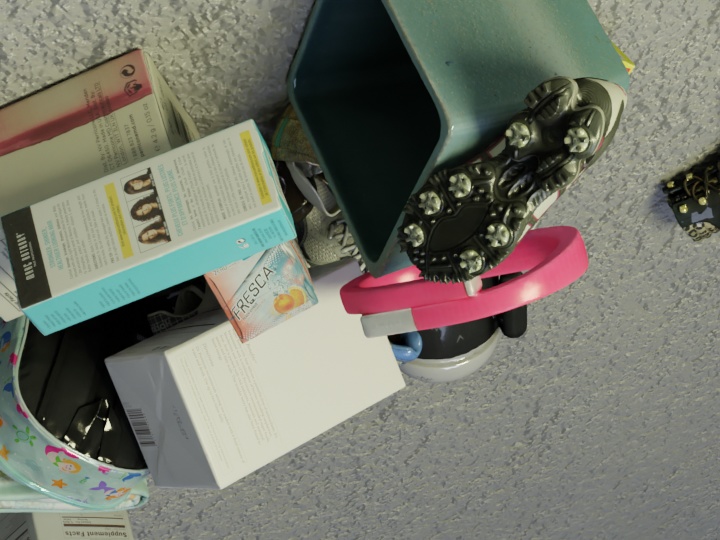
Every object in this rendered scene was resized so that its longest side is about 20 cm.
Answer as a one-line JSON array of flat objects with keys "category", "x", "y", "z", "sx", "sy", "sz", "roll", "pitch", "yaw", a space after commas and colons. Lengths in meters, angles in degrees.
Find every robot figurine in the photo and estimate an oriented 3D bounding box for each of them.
[{"category": "robot figurine", "x": 0.071, "y": 0.011, "z": 1.590, "sx": 0.124, "sy": 0.150, "sz": 0.201, "roll": -21, "pitch": 131, "yaw": -16}]

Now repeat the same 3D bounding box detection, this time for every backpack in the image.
[{"category": "backpack", "x": -0.248, "y": 0.108, "z": 1.473, "sx": 0.177, "sy": 0.201, "sz": 0.151, "roll": 28, "pitch": 126, "yaw": -27}]

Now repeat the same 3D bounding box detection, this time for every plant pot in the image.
[{"category": "plant pot", "x": 0.086, "y": -0.140, "z": 1.299, "sx": 0.199, "sy": 0.197, "sz": 0.196, "roll": -11, "pitch": 151, "yaw": -26}]

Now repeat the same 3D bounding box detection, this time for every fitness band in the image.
[{"category": "fitness band", "x": 0.076, "y": 0.005, "z": 1.283, "sx": 0.199, "sy": 0.038, "sz": 0.143, "roll": -10, "pitch": -167, "yaw": 37}]

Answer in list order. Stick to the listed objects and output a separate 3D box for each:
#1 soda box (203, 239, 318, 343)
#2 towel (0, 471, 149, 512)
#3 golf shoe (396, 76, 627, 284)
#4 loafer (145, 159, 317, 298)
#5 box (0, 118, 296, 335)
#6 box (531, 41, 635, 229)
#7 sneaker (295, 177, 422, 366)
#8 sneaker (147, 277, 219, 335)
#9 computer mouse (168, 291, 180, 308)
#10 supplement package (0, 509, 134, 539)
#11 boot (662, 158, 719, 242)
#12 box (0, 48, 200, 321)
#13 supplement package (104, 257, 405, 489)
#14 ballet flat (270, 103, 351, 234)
[{"category": "soda box", "x": -0.081, "y": -0.006, "z": 1.320, "sx": 0.068, "sy": 0.064, "sz": 0.200, "roll": -28, "pitch": -167, "yaw": 0}, {"category": "towel", "x": -0.298, "y": 0.140, "z": 1.558, "sx": 0.199, "sy": 0.172, "sz": 0.048, "roll": 7, "pitch": 144, "yaw": -40}, {"category": "golf shoe", "x": 0.109, "y": -0.059, "z": 1.172, "sx": 0.200, "sy": 0.077, "sz": 0.088, "roll": -40, "pitch": 171, "yaw": 36}, {"category": "loafer", "x": -0.138, "y": -0.048, "z": 1.449, "sx": 0.199, "sy": 0.073, "sz": 0.071, "roll": -29, "pitch": 143, "yaw": 4}, {"category": "box", "x": -0.153, "y": -0.030, "z": 1.214, "sx": 0.199, "sy": 0.083, "sz": 0.049, "roll": -21, "pitch": 151, "yaw": 3}, {"category": "box", "x": 0.153, "y": -0.113, "z": 1.465, "sx": 0.075, "sy": 0.050, "sz": 0.201, "roll": 9, "pitch": 122, "yaw": -39}, {"category": "sneaker", "x": 0.000, "y": 0.000, "z": 1.503, "sx": 0.085, "sy": 0.201, "sz": 0.077, "roll": -12, "pitch": -159, "yaw": 40}, {"category": "sneaker", "x": -0.107, "y": 0.015, "z": 1.515, "sx": 0.076, "sy": 0.081, "sz": 0.200, "roll": -26, "pitch": -164, "yaw": 49}, {"category": "computer mouse", "x": -0.130, "y": 0.040, "z": 1.627, "sx": 0.199, "sy": 0.044, "sz": 0.110, "roll": -4, "pitch": 142, "yaw": -29}, {"category": "supplement package", "x": -0.310, "y": 0.201, "z": 1.627, "sx": 0.109, "sy": 0.201, "sz": 0.114, "roll": 9, "pitch": 142, "yaw": -42}, {"category": "boot", "x": 0.369, "y": -0.100, "z": 1.667, "sx": 0.153, "sy": 0.074, "sz": 0.203, "roll": -26, "pitch": 150, "yaw": 18}, {"category": "box", "x": -0.224, "y": -0.064, "z": 1.311, "sx": 0.199, "sy": 0.109, "sz": 0.128, "roll": -22, "pitch": 151, "yaw": 5}, {"category": "supplement package", "x": -0.086, "y": 0.085, "z": 1.406, "sx": 0.199, "sy": 0.122, "sz": 0.120, "roll": -26, "pitch": -172, "yaw": -32}, {"category": "ballet flat", "x": -0.001, "y": -0.064, "z": 1.433, "sx": 0.071, "sy": 0.071, "sz": 0.200, "roll": -34, "pitch": 126, "yaw": 25}]
